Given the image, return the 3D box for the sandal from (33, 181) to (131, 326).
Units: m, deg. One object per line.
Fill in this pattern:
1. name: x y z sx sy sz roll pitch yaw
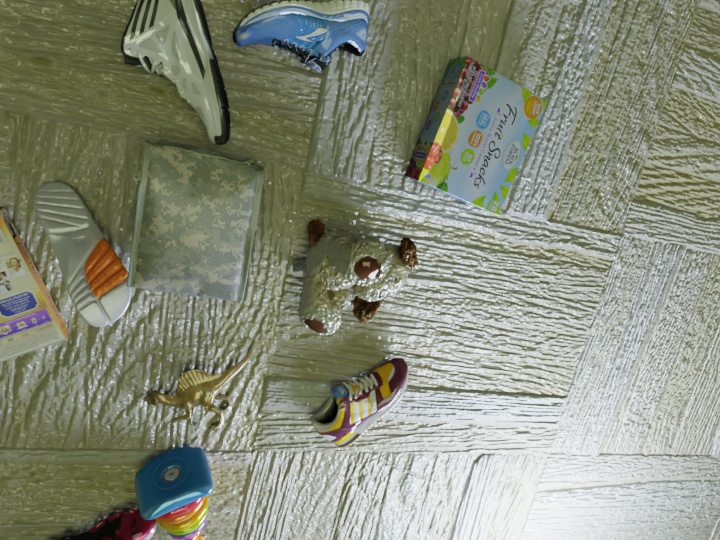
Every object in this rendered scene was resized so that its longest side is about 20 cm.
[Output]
1. sandal: -0.387 -0.023 0.744 0.078 0.059 0.209 -24 92 -22

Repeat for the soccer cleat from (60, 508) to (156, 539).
1. soccer cleat: -0.424 0.461 0.875 0.197 0.070 0.087 -18 124 -3

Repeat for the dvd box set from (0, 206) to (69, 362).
1. dvd box set: -0.520 0.030 0.725 0.145 0.029 0.202 -20 113 -11

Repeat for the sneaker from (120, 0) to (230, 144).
1. sneaker: -0.249 -0.263 0.711 0.114 0.076 0.203 -14 103 -4

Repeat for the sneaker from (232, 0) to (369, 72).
1. sneaker: -0.078 -0.325 0.736 0.197 0.079 0.090 -10 107 -15

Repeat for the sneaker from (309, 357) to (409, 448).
1. sneaker: 0.000 0.223 0.935 0.200 0.075 0.090 -48 120 -1

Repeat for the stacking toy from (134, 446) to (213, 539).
1. stacking toy: -0.297 0.410 0.891 0.115 0.110 0.202 -17 123 -21

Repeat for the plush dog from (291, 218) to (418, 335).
1. plush dog: 0.000 0.000 0.851 0.170 0.162 0.200 15 130 -36

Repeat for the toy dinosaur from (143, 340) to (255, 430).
1. toy dinosaur: -0.247 0.199 0.855 0.198 0.058 0.102 -23 111 -11

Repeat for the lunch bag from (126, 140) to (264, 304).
1. lunch bag: -0.231 -0.073 0.743 0.162 0.118 0.203 9 108 -20

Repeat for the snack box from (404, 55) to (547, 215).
1. snack box: 0.189 -0.216 0.865 0.167 0.068 0.202 19 101 -22
